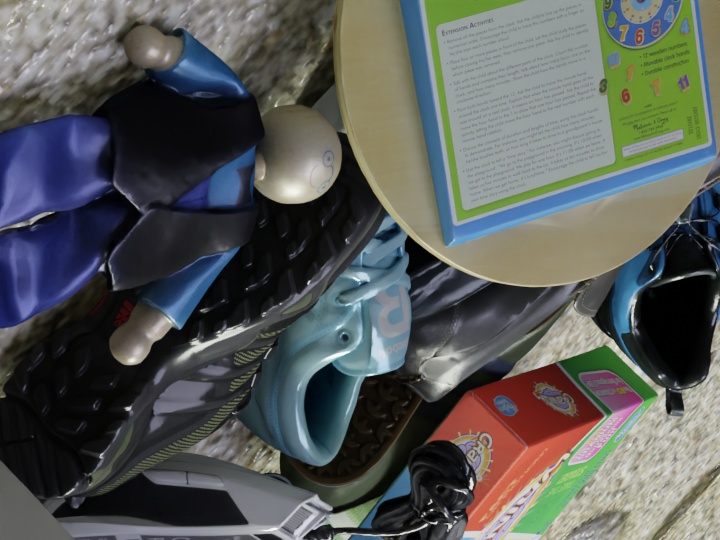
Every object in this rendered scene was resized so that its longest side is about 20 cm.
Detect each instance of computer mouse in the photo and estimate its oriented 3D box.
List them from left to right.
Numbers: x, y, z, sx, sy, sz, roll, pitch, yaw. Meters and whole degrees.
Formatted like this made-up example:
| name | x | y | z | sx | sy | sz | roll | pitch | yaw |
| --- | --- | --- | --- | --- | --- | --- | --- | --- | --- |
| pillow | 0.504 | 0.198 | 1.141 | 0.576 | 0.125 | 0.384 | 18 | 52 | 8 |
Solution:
| name | x | y | z | sx | sy | sz | roll | pitch | yaw |
| --- | --- | --- | --- | --- | --- | --- | --- | --- | --- |
| computer mouse | -0.051 | 0.100 | 1.279 | 0.200 | 0.044 | 0.110 | -1 | 163 | -2 |

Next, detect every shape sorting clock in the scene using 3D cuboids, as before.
| name | x | y | z | sx | sy | sz | roll | pitch | yaw |
| --- | --- | --- | --- | --- | --- | --- | --- | --- | --- |
| shape sorting clock | 0.075 | -0.093 | 1.195 | 0.200 | 0.039 | 0.200 | -6 | 102 | -31 |

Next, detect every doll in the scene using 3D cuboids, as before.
| name | x | y | z | sx | sy | sz | roll | pitch | yaw |
| --- | --- | --- | --- | --- | --- | --- | --- | --- | --- |
| doll | -0.088 | -0.024 | 1.107 | 0.200 | 0.048 | 0.137 | -21 | 122 | -40 |

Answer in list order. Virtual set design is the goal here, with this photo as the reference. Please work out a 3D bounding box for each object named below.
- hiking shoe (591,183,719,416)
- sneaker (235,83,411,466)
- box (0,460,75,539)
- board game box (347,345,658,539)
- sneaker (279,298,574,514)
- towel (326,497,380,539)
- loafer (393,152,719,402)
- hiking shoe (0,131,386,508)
| name | x | y | z | sx | sy | sz | roll | pitch | yaw |
| --- | --- | --- | --- | --- | --- | --- | --- | --- | --- |
| hiking shoe | 0.155 | -0.035 | 1.402 | 0.074 | 0.087 | 0.200 | -11 | 125 | -12 |
| sneaker | 0.000 | 0.000 | 1.266 | 0.074 | 0.082 | 0.200 | -23 | 145 | -44 |
| box | -0.192 | 0.196 | 1.097 | 0.199 | 0.200 | 0.171 | -22 | 146 | -43 |
| board game box | 0.059 | 0.116 | 1.455 | 0.153 | 0.040 | 0.200 | -52 | 165 | 19 |
| sneaker | 0.033 | 0.045 | 1.414 | 0.200 | 0.067 | 0.090 | -42 | 167 | -22 |
| towel | -0.010 | 0.135 | 1.513 | 0.200 | 0.031 | 0.149 | -43 | 152 | -7 |
| loafer | 0.092 | -0.012 | 1.343 | 0.200 | 0.073 | 0.072 | -27 | 113 | 4 |
| hiking shoe | -0.068 | 0.019 | 1.216 | 0.200 | 0.076 | 0.101 | -41 | 166 | -1 |
